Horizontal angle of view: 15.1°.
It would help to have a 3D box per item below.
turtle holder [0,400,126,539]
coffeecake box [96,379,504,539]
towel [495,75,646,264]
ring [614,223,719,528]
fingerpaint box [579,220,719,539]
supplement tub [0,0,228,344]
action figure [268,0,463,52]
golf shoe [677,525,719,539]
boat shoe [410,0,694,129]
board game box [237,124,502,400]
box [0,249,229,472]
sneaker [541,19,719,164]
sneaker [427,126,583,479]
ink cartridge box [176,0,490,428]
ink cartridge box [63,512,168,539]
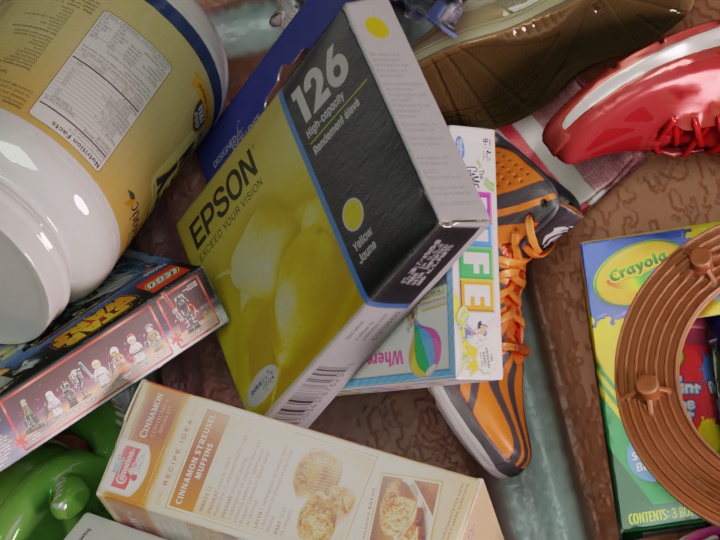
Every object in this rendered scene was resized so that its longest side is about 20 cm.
[{"bbox_3d":[-0.201,0.146,1.536,0.131,0.141,0.187,16,94,28],"label":"turtle holder"},{"bbox_3d":[-0.026,0.145,1.489,0.199,0.154,0.073,15,69,17],"label":"coffeecake box"},{"bbox_3d":[0.050,-0.055,1.598,0.200,0.023,0.144,-41,79,-1],"label":"towel"},{"bbox_3d":[0.236,0.053,1.460,0.199,0.019,0.202,-3,62,6],"label":"ring"},{"bbox_3d":[0.232,0.055,1.534,0.198,0.073,0.168,-8,80,5],"label":"fingerpaint box"},{"bbox_3d":[-0.177,-0.071,1.528,0.144,0.145,0.201,26,55,9],"label":"supplement tub"},{"bbox_3d":[0.030,-0.196,1.584,0.193,0.105,0.200,-43,54,3],"label":"action figure"},{"bbox_3d":[0.162,0.181,1.500,0.199,0.092,0.076,-19,57,-6],"label":"golf shoe"},{"bbox_3d":[0.096,-0.142,1.567,0.199,0.072,0.065,-27,42,14],"label":"boat shoe"},{"bbox_3d":[0.000,0.000,1.509,0.034,0.199,0.136,3,83,-38],"label":"board game box"},{"bbox_3d":[-0.187,0.057,1.518,0.199,0.137,0.040,-33,109,-21],"label":"box"},{"bbox_3d":[0.211,-0.080,1.547,0.199,0.078,0.116,-26,80,-7],"label":"sneaker"},{"bbox_3d":[0.080,0.009,1.527,0.111,0.078,0.201,-23,78,13],"label":"sneaker"},{"bbox_3d":[-0.029,-0.047,1.487,0.198,0.047,0.201,-50,54,39],"label":"ink cartridge box"},{"bbox_3d":[-0.074,0.231,1.458,0.199,0.147,0.084,16,49,27],"label":"ink cartridge box"}]
